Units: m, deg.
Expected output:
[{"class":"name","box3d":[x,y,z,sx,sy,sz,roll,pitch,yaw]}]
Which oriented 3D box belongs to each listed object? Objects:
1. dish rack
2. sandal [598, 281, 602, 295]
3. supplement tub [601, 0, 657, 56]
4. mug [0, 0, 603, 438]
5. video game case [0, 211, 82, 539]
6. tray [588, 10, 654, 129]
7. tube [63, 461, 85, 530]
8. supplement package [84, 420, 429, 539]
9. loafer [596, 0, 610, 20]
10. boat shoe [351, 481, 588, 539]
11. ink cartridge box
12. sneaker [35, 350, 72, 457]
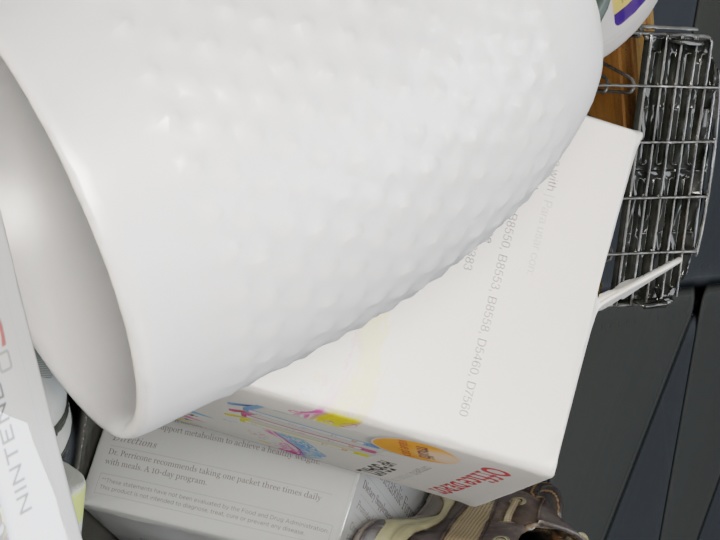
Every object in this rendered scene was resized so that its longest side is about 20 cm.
[{"class":"dish rack","box3d":[0.084,-0.051,1.277,0.200,0.055,0.154,-1,105,-36]},{"class":"sandal","box3d":[0.029,0.042,1.195,0.055,0.200,0.082,38,60,-21]},{"class":"supplement tub","box3d":[0.052,-0.190,1.123,0.200,0.145,0.146,76,31,-50]},{"class":"mug","box3d":[-0.037,-0.068,0.816,0.175,0.200,0.148,-26,136,-19]},{"class":"video game case","box3d":[-0.160,0.057,0.706,0.200,0.023,0.183,-30,115,-44]},{"class":"tray","box3d":[0.089,-0.149,1.316,0.200,0.098,0.037,79,29,-46]},{"class":"tube","box3d":[-0.133,0.164,0.947,0.052,0.058,0.201,-86,-177,-76]},{"class":"supplement package","box3d":[-0.018,0.028,1.096,0.114,0.109,0.201,56,48,-64]},{"class":"loafer","box3d":[-0.004,-0.117,0.929,0.072,0.200,0.063,-52,161,-28]},{"class":"boat shoe","box3d":[0.052,0.125,1.071,0.200,0.073,0.075,-25,124,-67]},{"class":"ink cartridge box","box3d":[0.000,0.000,0.948,0.129,0.199,0.126,137,-31,-77]},{"class":"sneaker","box3d":[-0.139,0.010,0.801,0.200,0.075,0.116,-14,115,-66]}]
